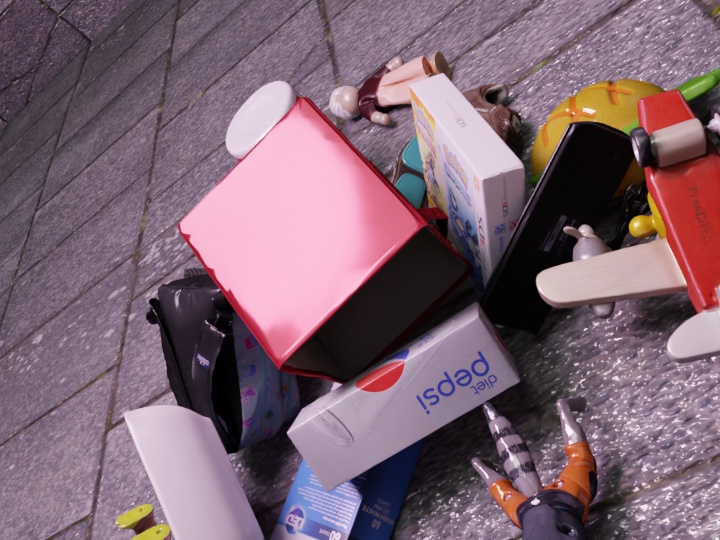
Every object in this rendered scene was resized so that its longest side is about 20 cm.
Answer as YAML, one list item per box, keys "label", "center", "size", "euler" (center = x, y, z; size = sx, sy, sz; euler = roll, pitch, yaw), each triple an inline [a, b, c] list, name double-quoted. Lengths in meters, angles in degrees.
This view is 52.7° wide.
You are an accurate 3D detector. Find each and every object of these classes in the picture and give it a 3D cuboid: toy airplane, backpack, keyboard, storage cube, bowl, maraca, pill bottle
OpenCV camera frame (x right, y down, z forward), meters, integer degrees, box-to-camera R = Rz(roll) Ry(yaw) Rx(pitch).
- label: "toy airplane"
  center: [0.271, -0.019, 0.580]
  size: [0.199, 0.141, 0.200]
  euler: [31, 94, 16]
- label: "backpack"
  center: [-0.148, 0.107, 0.832]
  size: [0.166, 0.126, 0.201]
  euler: [1, 104, 49]
- label: "keyboard"
  center: [0.190, -0.031, 0.654]
  size: [0.201, 0.126, 0.021]
  euler: [-66, 27, 21]
- label: "storage cube"
  center: [-0.027, -0.021, 0.697]
  size: [0.200, 0.171, 0.180]
  euler: [-45, 65, 7]
- label: "bowl"
  center: [-0.156, 0.233, 0.720]
  size: [0.074, 0.200, 0.200]
  euler: [-22, 66, -20]
- label: "maraca"
  center: [0.252, -0.135, 0.699]
  size: [0.199, 0.107, 0.137]
  euler: [-31, 7, 3]
- label: "pill bottle"
  center: [-0.068, -0.141, 0.955]
  size: [0.113, 0.200, 0.114]
  euler: [-26, 44, 28]

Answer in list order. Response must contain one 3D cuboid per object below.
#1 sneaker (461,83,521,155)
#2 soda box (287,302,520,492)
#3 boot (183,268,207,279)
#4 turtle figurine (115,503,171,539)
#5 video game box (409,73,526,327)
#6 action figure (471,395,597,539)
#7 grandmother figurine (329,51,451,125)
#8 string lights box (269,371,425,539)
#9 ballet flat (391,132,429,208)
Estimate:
- label: "sneaker"
  center: [0.154, -0.155, 0.847]
  size: [0.075, 0.070, 0.201]
  euler: [-28, 44, 20]
- label: "soda box"
  center: [0.037, 0.111, 0.643]
  size: [0.199, 0.068, 0.063]
  euler: [-32, 3, 11]
- label: "boot"
  center: [-0.225, 0.066, 1.041]
  size: [0.200, 0.067, 0.132]
  euler: [-130, 43, -83]
- label: "turtle figurine"
  center: [-0.214, 0.345, 0.777]
  size: [0.064, 0.162, 0.200]
  euler: [-11, 17, -19]
- label: "video game box"
  center: [0.111, -0.073, 0.732]
  size: [0.047, 0.183, 0.200]
  euler: [-17, 40, -6]
- label: "action figure"
  center: [0.120, 0.208, 0.555]
  size: [0.199, 0.105, 0.194]
  euler: [-31, 31, 19]
- label: "grandmother figurine"
  center: [0.036, -0.267, 1.073]
  size: [0.199, 0.061, 0.122]
  euler: [-7, 46, 39]
- label: "string lights box"
  center: [-0.008, 0.205, 0.722]
  size: [0.102, 0.059, 0.201]
  euler: [1, 60, 47]
- label: "ballet flat"
  center: [0.064, -0.104, 0.893]
  size: [0.201, 0.068, 0.075]
  euler: [-61, -2, -37]
